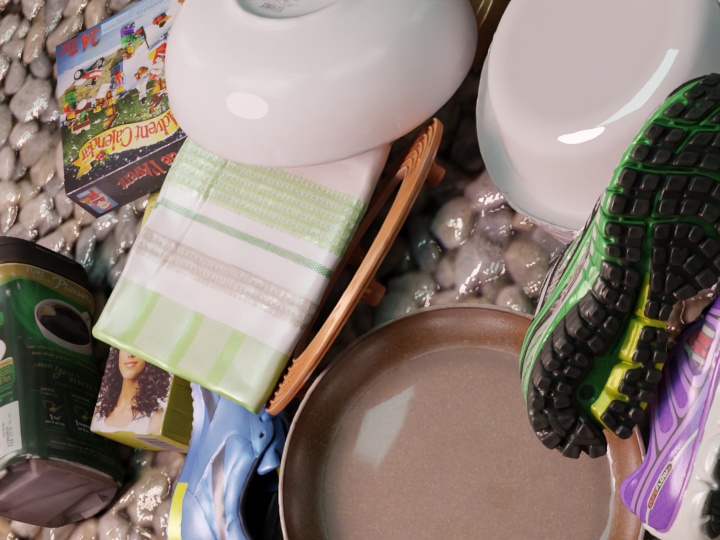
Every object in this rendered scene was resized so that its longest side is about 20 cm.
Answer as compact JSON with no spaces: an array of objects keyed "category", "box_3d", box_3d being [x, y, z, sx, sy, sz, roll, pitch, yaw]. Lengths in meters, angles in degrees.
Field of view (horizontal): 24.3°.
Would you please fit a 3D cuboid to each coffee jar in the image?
[{"category":"coffee jar","box_3d":[-0.232,0.074,1.177,0.085,0.104,0.201,-35,50,26]}]

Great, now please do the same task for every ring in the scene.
[{"category":"ring","box_3d":[0.000,0.000,0.990,0.201,0.019,0.201,-59,7,12]}]

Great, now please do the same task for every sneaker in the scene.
[{"category":"sneaker","box_3d":[0.181,0.039,0.841,0.083,0.080,0.201,16,81,47]},{"category":"sneaker","box_3d":[-0.068,0.093,1.051,0.078,0.066,0.201,-8,68,36]},{"category":"sneaker","box_3d":[0.131,-0.011,0.837,0.201,0.078,0.085,-61,19,13]}]

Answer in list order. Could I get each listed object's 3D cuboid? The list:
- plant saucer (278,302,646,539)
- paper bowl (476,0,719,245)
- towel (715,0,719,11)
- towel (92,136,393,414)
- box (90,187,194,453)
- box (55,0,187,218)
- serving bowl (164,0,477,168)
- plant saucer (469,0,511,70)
[{"category":"plant saucer","box_3d":[0.056,0.118,0.900,0.199,0.032,0.202,-3,73,11]},{"category":"paper bowl","box_3d":[0.152,-0.109,0.923,0.200,0.104,0.202,-20,56,34]},{"category":"towel","box_3d":[0.281,-0.111,0.774,0.199,0.022,0.147,-25,97,15]},{"category":"towel","box_3d":[-0.074,-0.027,1.032,0.149,0.031,0.201,20,80,36]},{"category":"box","box_3d":[-0.122,0.021,1.142,0.075,0.050,0.201,-3,68,39]},{"category":"box","box_3d":[-0.118,-0.137,1.153,0.199,0.038,0.137,-24,54,19]},{"category":"serving bowl","box_3d":[-0.031,-0.154,1.023,0.199,0.066,0.201,-9,45,9]},{"category":"plant saucer","box_3d":[0.019,-0.193,1.131,0.199,0.032,0.202,-18,59,34]}]
